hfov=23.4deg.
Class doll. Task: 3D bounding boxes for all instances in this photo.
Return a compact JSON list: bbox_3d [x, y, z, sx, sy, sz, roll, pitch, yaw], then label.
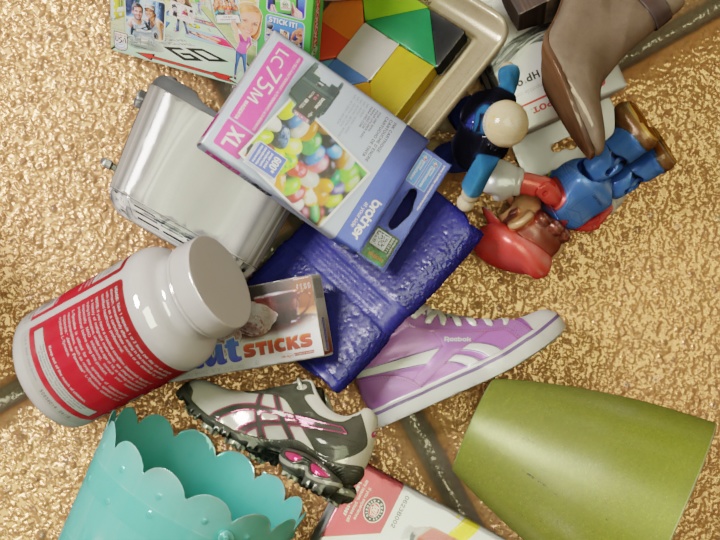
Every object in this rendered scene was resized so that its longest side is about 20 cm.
[{"bbox_3d":[0.105,-0.119,1.542,0.048,0.200,0.138,18,85,-14],"label":"doll"}]

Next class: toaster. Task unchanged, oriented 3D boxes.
[{"bbox_3d":[-0.132,-0.076,1.566,0.199,0.114,0.130,29,88,-6],"label":"toaster"}]

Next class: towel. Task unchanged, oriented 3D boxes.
[{"bbox_3d":[0.000,0.000,1.583,0.200,0.050,0.148,-47,62,-3],"label":"towel"}]

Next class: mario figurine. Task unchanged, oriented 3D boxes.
[{"bbox_3d":[0.182,-0.080,1.600,0.199,0.106,0.124,-37,103,13],"label":"mario figurine"}]

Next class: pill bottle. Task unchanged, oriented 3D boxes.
[{"bbox_3d":[-0.196,0.050,1.511,0.199,0.112,0.113,-27,89,26],"label":"pill bottle"}]

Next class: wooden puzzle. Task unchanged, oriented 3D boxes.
[{"bbox_3d":[0.009,-0.190,1.582,0.184,0.037,0.201,35,87,26],"label":"wooden puzzle"}]

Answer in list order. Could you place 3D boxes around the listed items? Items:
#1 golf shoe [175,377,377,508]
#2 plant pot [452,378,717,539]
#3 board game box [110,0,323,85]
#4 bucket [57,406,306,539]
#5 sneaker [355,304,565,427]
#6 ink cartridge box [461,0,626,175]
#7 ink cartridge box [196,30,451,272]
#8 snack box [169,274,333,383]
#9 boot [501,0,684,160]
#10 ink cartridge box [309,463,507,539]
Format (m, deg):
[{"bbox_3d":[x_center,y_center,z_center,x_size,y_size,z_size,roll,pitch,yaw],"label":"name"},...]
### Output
[{"bbox_3d":[-0.072,0.134,1.555,0.199,0.077,0.089,25,82,26],"label":"golf shoe"},{"bbox_3d":[0.190,0.180,1.559,0.198,0.187,0.189,25,85,10],"label":"plant pot"},{"bbox_3d":[-0.129,-0.236,1.546,0.198,0.029,0.136,16,127,15],"label":"board game box"},{"bbox_3d":[-0.159,0.224,1.504,0.206,0.207,0.136,28,95,-3],"label":"bucket"},{"bbox_3d":[0.084,0.053,1.599,0.199,0.073,0.115,-23,86,-6],"label":"sneaker"},{"bbox_3d":[0.169,-0.198,1.620,0.115,0.068,0.202,-24,89,-7],"label":"ink cartridge box"},{"bbox_3d":[-0.027,-0.101,1.506,0.199,0.042,0.120,35,84,-10],"label":"ink cartridge box"},{"bbox_3d":[-0.122,0.056,1.558,0.198,0.024,0.073,-11,88,23],"label":"snack box"},{"bbox_3d":[0.221,-0.213,1.545,0.145,0.070,0.202,-23,77,-9],"label":"boot"},{"bbox_3d":[0.049,0.280,1.576,0.198,0.083,0.146,28,84,-3],"label":"ink cartridge box"}]
